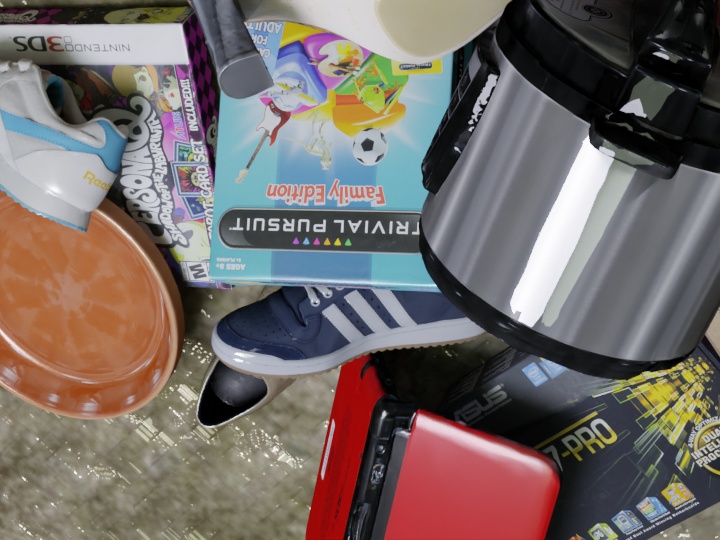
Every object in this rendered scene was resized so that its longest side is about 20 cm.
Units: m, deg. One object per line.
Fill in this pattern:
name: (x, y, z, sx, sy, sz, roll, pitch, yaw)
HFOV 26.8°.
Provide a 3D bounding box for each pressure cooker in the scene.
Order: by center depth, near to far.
pressure cooker: (0.138, -0.068, 0.800, 0.176, 0.177, 0.201, 52, 130, 42)

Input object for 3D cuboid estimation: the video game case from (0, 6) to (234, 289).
video game case: (-0.180, -0.084, 1.059, 0.180, 0.036, 0.202, 4, 120, 20)

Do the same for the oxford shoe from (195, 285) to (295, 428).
oxford shoe: (-0.050, 0.044, 1.062, 0.070, 0.075, 0.200, 36, 124, -2)

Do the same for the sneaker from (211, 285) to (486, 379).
sneaker: (0.000, 0.000, 0.976, 0.198, 0.070, 0.109, -9, 128, -19)

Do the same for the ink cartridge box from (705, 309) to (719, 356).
ink cartridge box: (0.285, -0.002, 0.910, 0.164, 0.075, 0.201, -28, 106, 32)

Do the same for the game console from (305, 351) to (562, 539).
game console: (0.043, 0.165, 1.065, 0.118, 0.173, 0.202, 5, 117, -15)

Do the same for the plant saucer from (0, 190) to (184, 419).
plant saucer: (-0.217, 0.018, 1.095, 0.199, 0.032, 0.202, 11, 125, 16)

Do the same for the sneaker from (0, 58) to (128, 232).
sneaker: (-0.241, -0.108, 1.008, 0.199, 0.076, 0.081, 34, 93, 15)

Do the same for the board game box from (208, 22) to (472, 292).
board game box: (-0.011, -0.090, 0.923, 0.150, 0.047, 0.202, 2, 85, 20)

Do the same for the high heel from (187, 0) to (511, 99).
high heel: (-0.005, -0.180, 0.882, 0.198, 0.143, 0.072, -17, 137, -4)

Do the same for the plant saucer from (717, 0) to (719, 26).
plant saucer: (0.238, -0.202, 0.833, 0.199, 0.037, 0.200, -25, 108, 30)

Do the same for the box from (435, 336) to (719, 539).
box: (0.174, 0.102, 1.029, 0.200, 0.049, 0.161, -35, 100, 34)
